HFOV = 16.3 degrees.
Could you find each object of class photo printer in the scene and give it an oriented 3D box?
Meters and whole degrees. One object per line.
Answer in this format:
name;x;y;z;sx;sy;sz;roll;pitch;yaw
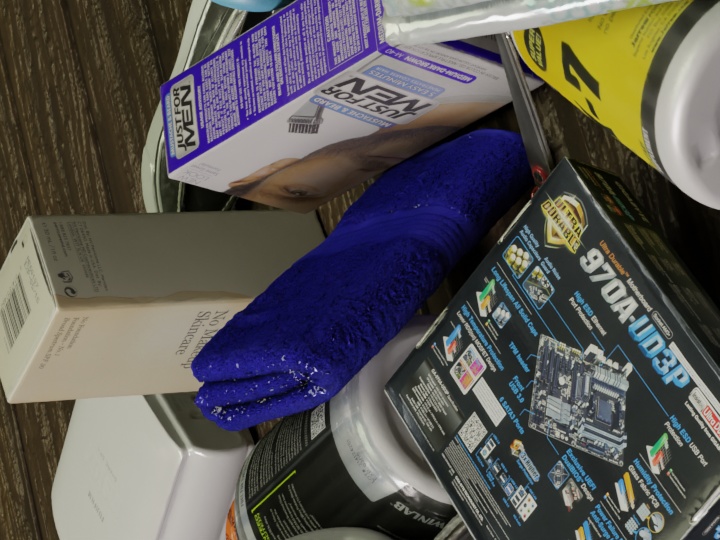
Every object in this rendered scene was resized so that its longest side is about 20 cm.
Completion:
photo printer;-0.150;0.152;1.730;0.167;0.069;0.201;54;135;43

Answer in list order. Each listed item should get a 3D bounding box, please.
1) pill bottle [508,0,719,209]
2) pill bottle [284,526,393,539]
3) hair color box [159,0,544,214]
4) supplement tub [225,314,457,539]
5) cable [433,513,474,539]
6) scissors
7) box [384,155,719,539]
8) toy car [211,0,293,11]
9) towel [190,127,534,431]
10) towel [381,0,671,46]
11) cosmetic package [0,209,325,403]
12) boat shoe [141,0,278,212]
pill bottle;0.139;-0.120;1.184;0.200;0.113;0.115;45;129;50
pill bottle;0.000;0.250;1.339;0.119;0.119;0.201;20;136;57
hair color box;-0.007;-0.103;1.386;0.199;0.109;0.065;-26;61;42
supplement tub;0.006;0.118;1.412;0.200;0.122;0.123;-44;55;50
cable;0.091;0.089;1.262;0.200;0.050;0.098;-38;46;18
scissors;0.100;-0.038;1.258;0.073;0.014;0.201;37;151;33
box;0.109;0.070;1.192;0.159;0.046;0.200;-53;46;22
toy car;-0.026;-0.265;1.421;0.200;0.175;0.186;-121;36;-58
towel;0.000;0.000;1.362;0.050;0.200;0.147;49;149;-11
towel;0.108;-0.183;1.144;0.198;0.048;0.172;-9;48;24
cosmetic package;-0.122;0.021;1.549;0.104;0.199;0.073;-57;45;45
boat shoe;-0.090;-0.099;1.615;0.064;0.070;0.201;42;125;52
